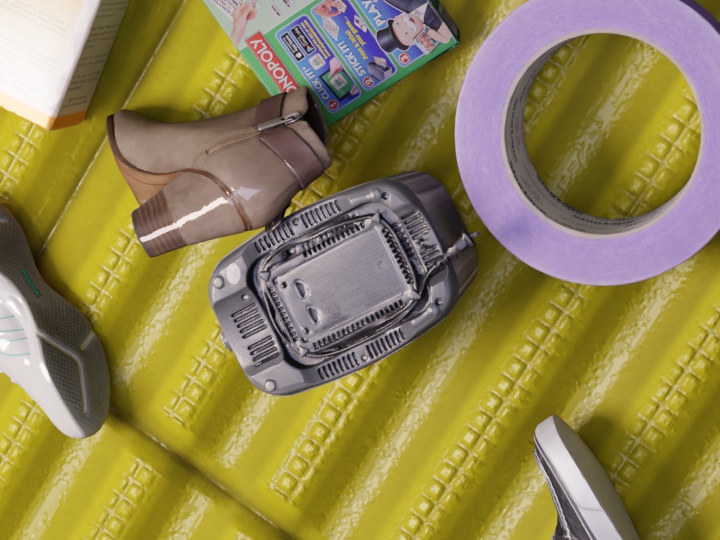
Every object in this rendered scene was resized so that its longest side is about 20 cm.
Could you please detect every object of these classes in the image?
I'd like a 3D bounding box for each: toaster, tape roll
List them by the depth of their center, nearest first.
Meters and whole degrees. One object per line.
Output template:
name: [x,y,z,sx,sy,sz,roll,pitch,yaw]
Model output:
tape roll: [0.167,-0.095,1.319,0.198,0.085,0.202,2,98,13]
toaster: [0.000,0.000,1.351,0.199,0.129,0.114,-28,92,17]

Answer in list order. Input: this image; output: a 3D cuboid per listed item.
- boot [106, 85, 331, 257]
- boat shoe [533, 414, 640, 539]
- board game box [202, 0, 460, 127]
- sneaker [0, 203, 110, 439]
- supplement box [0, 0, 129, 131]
boot: [-0.095,-0.084,1.355,0.145,0.201,0.070,-28,127,3]
boat shoe: [0.162,0.200,1.377,0.067,0.072,0.201,-27,99,15]
board game box: [-0.041,-0.205,1.349,0.134,0.029,0.201,-30,110,17]
sneaker: [-0.258,0.042,1.461,0.080,0.070,0.201,-35,86,31]
supplement box: [-0.228,-0.218,1.401,0.125,0.074,0.201,26,104,8]
